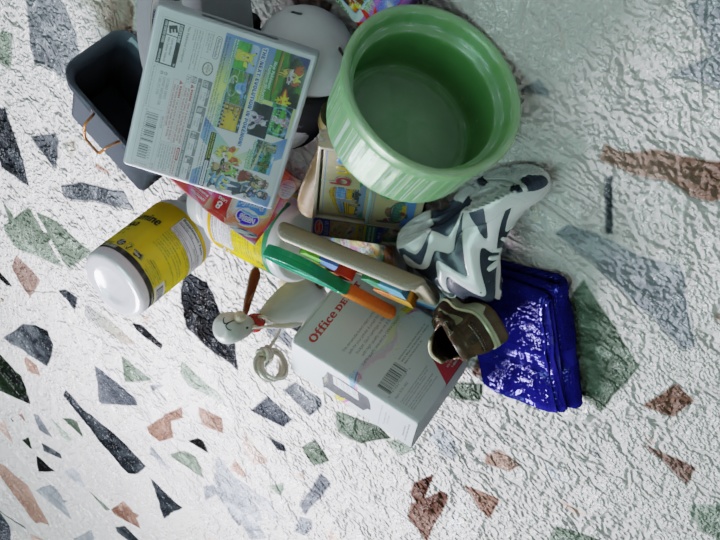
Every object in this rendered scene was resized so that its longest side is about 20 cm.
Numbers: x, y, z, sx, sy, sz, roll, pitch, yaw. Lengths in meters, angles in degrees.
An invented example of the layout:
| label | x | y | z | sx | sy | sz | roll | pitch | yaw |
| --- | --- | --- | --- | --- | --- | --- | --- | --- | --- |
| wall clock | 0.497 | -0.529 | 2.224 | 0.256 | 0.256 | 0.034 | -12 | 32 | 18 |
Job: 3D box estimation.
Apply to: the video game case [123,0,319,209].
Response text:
| label | x | y | z | sx | sy | sz | roll | pitch | yaw |
| --- | --- | --- | --- | --- | --- | --- | --- | --- | --- |
| video game case | -0.159 | -0.182 | 1.275 | 0.181 | 0.022 | 0.201 | 17 | 120 | -5 |

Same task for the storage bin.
| label | x | y | z | sx | sy | sz | roll | pitch | yaw |
| --- | --- | --- | --- | --- | --- | --- | --- | --- | --- |
| storage bin | -0.326 | -0.206 | 1.601 | 0.200 | 0.146 | 0.134 | 47 | 153 | 0 |

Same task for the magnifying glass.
| label | x | y | z | sx | sy | sz | roll | pitch | yaw |
| --- | --- | --- | --- | --- | --- | --- | --- | --- | --- |
| magnifying glass | -0.037 | 0.016 | 1.437 | 0.199 | 0.022 | 0.079 | 26 | 174 | -30 |

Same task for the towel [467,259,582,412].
| label | x | y | z | sx | sy | sz | roll | pitch | yaw |
| --- | --- | --- | --- | --- | --- | --- | --- | --- | --- |
| towel | 0.198 | 0.083 | 1.413 | 0.147 | 0.050 | 0.201 | 14 | 132 | 35 |

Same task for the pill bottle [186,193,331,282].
| label | x | y | z | sx | sy | sz | roll | pitch | yaw |
| --- | --- | --- | --- | --- | --- | --- | --- | --- | --- |
| pill bottle | -0.143 | -0.068 | 1.547 | 0.199 | 0.113 | 0.113 | 26 | 139 | 36 |

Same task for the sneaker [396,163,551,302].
| label | x | y | z | sx | sy | sz | roll | pitch | yaw |
| --- | --- | --- | --- | --- | --- | --- | --- | --- | --- |
| sneaker | 0.153 | -0.031 | 1.314 | 0.199 | 0.080 | 0.130 | -31 | 115 | 20 |

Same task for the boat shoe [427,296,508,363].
| label | x | y | z | sx | sy | sz | roll | pitch | yaw |
| --- | --- | --- | --- | --- | --- | --- | --- | --- | --- |
| boat shoe | 0.110 | 0.076 | 1.384 | 0.075 | 0.075 | 0.202 | 56 | 170 | -1 |

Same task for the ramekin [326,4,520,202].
| label | x | y | z | sx | sy | sz | roll | pitch | yaw |
| --- | --- | --- | --- | --- | --- | --- | --- | --- | --- |
| ramekin | 0.060 | -0.170 | 1.206 | 0.200 | 0.200 | 0.098 | 46 | 151 | 1 |

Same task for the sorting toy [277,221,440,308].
| label | x | y | z | sx | sy | sz | roll | pitch | yaw |
| --- | --- | --- | --- | --- | --- | --- | --- | --- | --- |
| sorting toy | 0.000 | 0.000 | 1.391 | 0.184 | 0.037 | 0.200 | 22 | 179 | 13 |

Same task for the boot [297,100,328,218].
| label | x | y | z | sx | sy | sz | roll | pitch | yaw |
| --- | --- | --- | --- | --- | --- | --- | --- | --- | --- |
| boot | 0.018 | -0.128 | 1.369 | 0.174 | 0.066 | 0.200 | 8 | 151 | -4 |

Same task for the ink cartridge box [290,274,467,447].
| label | x | y | z | sx | sy | sz | roll | pitch | yaw |
| --- | --- | --- | --- | --- | --- | --- | --- | --- | --- |
| ink cartridge box | 0.027 | 0.113 | 1.511 | 0.199 | 0.146 | 0.083 | 32 | 151 | 14 |

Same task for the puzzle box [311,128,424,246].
| label | x | y | z | sx | sy | sz | roll | pitch | yaw |
| --- | --- | --- | --- | --- | --- | --- | --- | --- | --- |
| puzzle box | 0.010 | -0.092 | 1.340 | 0.132 | 0.026 | 0.200 | 9 | 152 | 0 |

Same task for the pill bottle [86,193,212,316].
| label | x | y | z | sx | sy | sz | roll | pitch | yaw |
| --- | --- | --- | --- | --- | --- | --- | --- | --- | --- |
| pill bottle | -0.293 | -0.032 | 1.659 | 0.112 | 0.200 | 0.113 | 25 | 137 | 25 |

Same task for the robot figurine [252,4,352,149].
| label | x | y | z | sx | sy | sz | roll | pitch | yaw |
| --- | --- | --- | --- | --- | --- | --- | --- | --- | --- |
| robot figurine | -0.081 | -0.225 | 1.350 | 0.200 | 0.149 | 0.125 | 129 | 137 | -53 |

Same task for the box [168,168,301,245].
| label | x | y | z | sx | sy | sz | roll | pitch | yaw |
| --- | --- | --- | --- | --- | --- | --- | --- | --- | --- |
| box | -0.175 | -0.125 | 1.440 | 0.095 | 0.103 | 0.200 | 36 | -179 | -36 |

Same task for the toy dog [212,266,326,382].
| label | x | y | z | sx | sy | sz | roll | pitch | yaw |
| --- | --- | --- | --- | --- | --- | --- | --- | --- | --- |
| toy dog | -0.103 | 0.047 | 1.560 | 0.132 | 0.200 | 0.096 | 41 | 129 | -1 |

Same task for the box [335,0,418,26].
| label | x | y | z | sx | sy | sz | roll | pitch | yaw |
| --- | --- | --- | --- | --- | --- | --- | --- | --- | --- |
| box | 0.025 | -0.350 | 1.201 | 0.137 | 0.039 | 0.200 | 48 | 143 | 0 |

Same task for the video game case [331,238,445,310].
| label | x | y | z | sx | sy | sz | roll | pitch | yaw |
| --- | --- | --- | --- | --- | --- | --- | --- | --- | --- |
| video game case | 0.044 | -0.026 | 1.491 | 0.199 | 0.018 | 0.144 | 20 | 136 | 30 |

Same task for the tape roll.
| label | x | y | z | sx | sy | sz | roll | pitch | yaw |
| --- | --- | --- | --- | --- | --- | --- | --- | --- | --- |
| tape roll | -0.199 | -0.288 | 1.344 | 0.200 | 0.066 | 0.202 | 21 | 115 | 55 |
